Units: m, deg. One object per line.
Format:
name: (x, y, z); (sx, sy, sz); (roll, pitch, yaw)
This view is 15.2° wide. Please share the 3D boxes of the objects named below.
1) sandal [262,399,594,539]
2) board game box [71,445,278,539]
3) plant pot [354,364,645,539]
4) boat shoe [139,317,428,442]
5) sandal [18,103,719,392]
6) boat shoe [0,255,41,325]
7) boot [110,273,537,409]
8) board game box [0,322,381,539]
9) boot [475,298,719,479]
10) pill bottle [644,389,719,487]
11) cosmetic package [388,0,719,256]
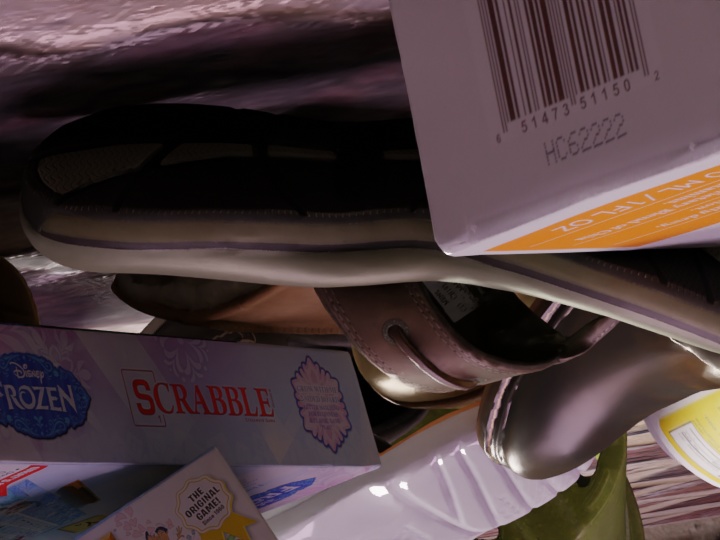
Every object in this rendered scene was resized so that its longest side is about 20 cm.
sandal: (0.005, 0.075, 0.963); (0.079, 0.060, 0.206); (23, 138, -38)
board game box: (-0.083, 0.121, 0.802); (0.134, 0.034, 0.200); (-34, 167, -9)
plant pot: (0.044, 0.100, 1.206); (0.199, 0.201, 0.190); (-9, 159, -7)
boat shoe: (-0.029, 0.043, 1.025); (0.057, 0.067, 0.200); (20, -170, 21)
sandal: (0.012, -0.002, 0.698); (0.199, 0.058, 0.080); (7, -153, 5)
boat shoe: (-0.197, 0.044, 0.856); (0.198, 0.072, 0.065); (-11, 169, -4)
boot: (0.000, 0.000, 0.872); (0.199, 0.067, 0.175); (1, 159, -45)
board game box: (-0.129, 0.069, 0.794); (0.199, 0.041, 0.199); (-23, 164, 28)
boot: (0.117, 0.024, 0.806); (0.074, 0.097, 0.200); (9, 134, -45)
pill bottle: (0.176, 0.034, 1.108); (0.110, 0.112, 0.200); (-9, 171, -11)
cosmetic package: (0.114, -0.050, 0.647); (0.199, 0.072, 0.101); (-3, 168, -43)
